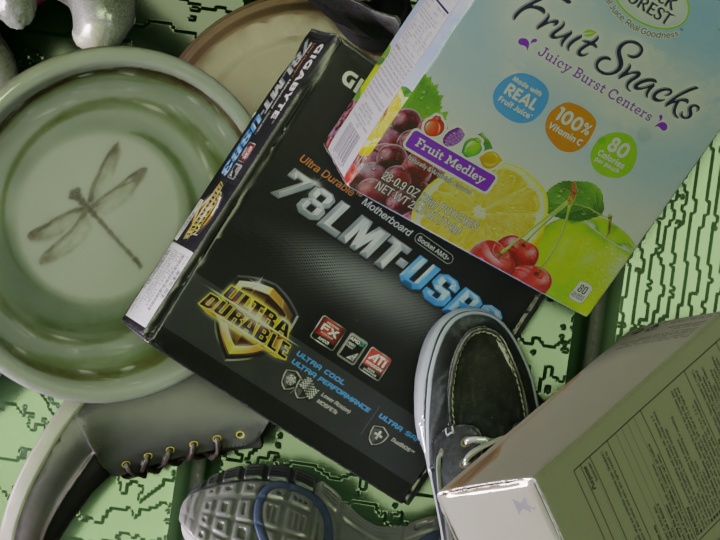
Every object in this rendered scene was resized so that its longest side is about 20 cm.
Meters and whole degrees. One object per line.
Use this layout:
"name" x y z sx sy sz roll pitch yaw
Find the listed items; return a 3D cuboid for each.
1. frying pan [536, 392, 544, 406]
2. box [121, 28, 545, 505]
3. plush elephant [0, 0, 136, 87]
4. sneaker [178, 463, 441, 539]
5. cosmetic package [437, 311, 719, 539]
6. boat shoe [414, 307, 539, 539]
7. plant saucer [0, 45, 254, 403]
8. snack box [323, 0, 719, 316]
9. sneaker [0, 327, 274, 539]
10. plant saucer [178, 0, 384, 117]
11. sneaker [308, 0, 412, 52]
"frying pan" 0.127 0.131 1.335 0.190 0.031 0.115 24 86 -5
"box" 0.000 0.000 1.309 0.200 0.050 0.199 35 88 -26
"plush elephant" -0.225 -0.166 1.333 0.200 0.165 0.155 32 119 -14
"sneaker" -0.010 0.173 1.329 0.200 0.087 0.075 18 54 3
"cosmetic package" 0.138 0.112 1.233 0.071 0.200 0.105 -14 103 44
"boat shoe" 0.075 0.114 1.265 0.072 0.071 0.200 -3 76 -13
"plant saucer" -0.144 -0.028 1.293 0.200 0.050 0.200 -5 104 -22
"snack box" 0.105 -0.100 1.244 0.169 0.068 0.200 27 104 -25
"sneaker" -0.121 0.103 1.350 0.106 0.075 0.200 34 90 5
"plant saucer" -0.032 -0.067 1.373 0.200 0.029 0.200 0 89 6
"sneaker" -0.028 -0.191 1.319 0.060 0.104 0.200 -45 70 -3
